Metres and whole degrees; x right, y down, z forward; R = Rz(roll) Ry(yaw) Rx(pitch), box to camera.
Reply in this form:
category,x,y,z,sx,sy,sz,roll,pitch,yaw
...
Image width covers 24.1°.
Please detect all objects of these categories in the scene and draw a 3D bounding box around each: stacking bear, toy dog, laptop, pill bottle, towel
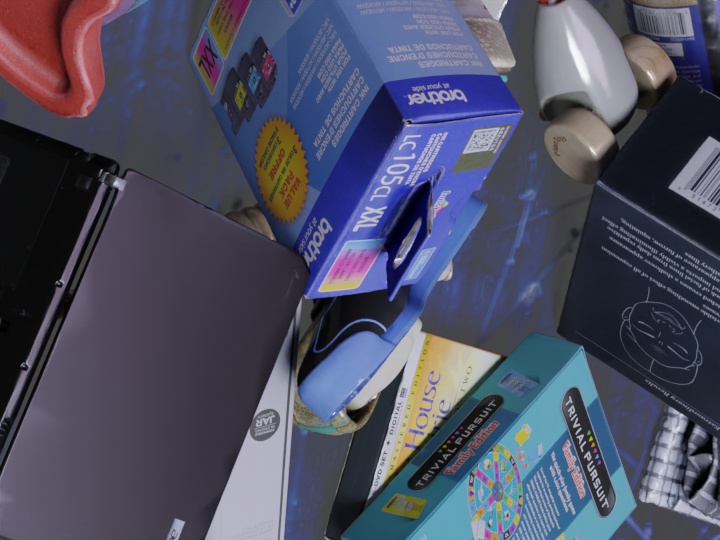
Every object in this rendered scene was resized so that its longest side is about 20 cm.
category,x,y,z,sx,sy,sz,roll,pitch,yaw
stacking bear,-0.110,-0.189,0.813,0.200,0.114,0.122,-51,173,-37
toy dog,0.116,-0.154,1.075,0.132,0.096,0.201,-24,104,-31
laptop,-0.154,0.033,0.805,0.103,0.199,0.178,44,66,-72
pill bottle,0.250,-0.141,1.176,0.112,0.112,0.201,-37,125,-32
towel,0.322,0.129,1.337,0.200,0.085,0.166,24,83,-45

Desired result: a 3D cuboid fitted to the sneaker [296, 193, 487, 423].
category,x,y,z,sx,sy,sz,roll,pitch,yaw
sneaker,0.000,0.000,0.927,0.078,0.070,0.200,37,41,-2

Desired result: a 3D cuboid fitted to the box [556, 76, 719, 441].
category,x,y,z,sx,sy,sz,roll,pitch,yaw
box,0.228,-0.002,1.107,0.107,0.148,0.200,-49,162,-25

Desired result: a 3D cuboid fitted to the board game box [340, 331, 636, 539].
category,x,y,z,sx,sy,sz,roll,pitch,yaw
board game box,0.089,0.163,1.098,0.200,0.047,0.151,-44,129,-29

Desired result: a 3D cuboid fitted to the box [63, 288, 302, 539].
category,x,y,z,sx,sy,sz,roll,pitch,yaw
box,-0.098,0.103,0.907,0.116,0.060,0.201,-11,117,-38

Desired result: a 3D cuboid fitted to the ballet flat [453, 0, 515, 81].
category,x,y,z,sx,sy,sz,roll,pitch,yaw
ballet flat,0.042,-0.131,0.944,0.067,0.200,0.063,-4,95,-6

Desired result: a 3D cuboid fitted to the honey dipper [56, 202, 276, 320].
category,x,y,z,sx,sy,sz,roll,pitch,yaw
honey dipper,-0.111,0.000,0.915,0.199,0.038,0.038,-20,114,-36

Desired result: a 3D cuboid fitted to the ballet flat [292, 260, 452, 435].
category,x,y,z,sx,sy,sz,roll,pitch,yaw
ballet flat,0.018,0.010,1.019,0.071,0.071,0.201,40,72,-43

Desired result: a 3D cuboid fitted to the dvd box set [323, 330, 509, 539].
category,x,y,z,sx,sy,sz,roll,pitch,yaw
dvd box set,0.071,0.123,1.125,0.200,0.029,0.147,19,87,-46

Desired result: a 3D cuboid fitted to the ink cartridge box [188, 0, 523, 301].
category,x,y,z,sx,sy,sz,roll,pitch,yaw
ink cartridge box,-0.002,-0.081,0.850,0.076,0.200,0.137,-9,146,-34
